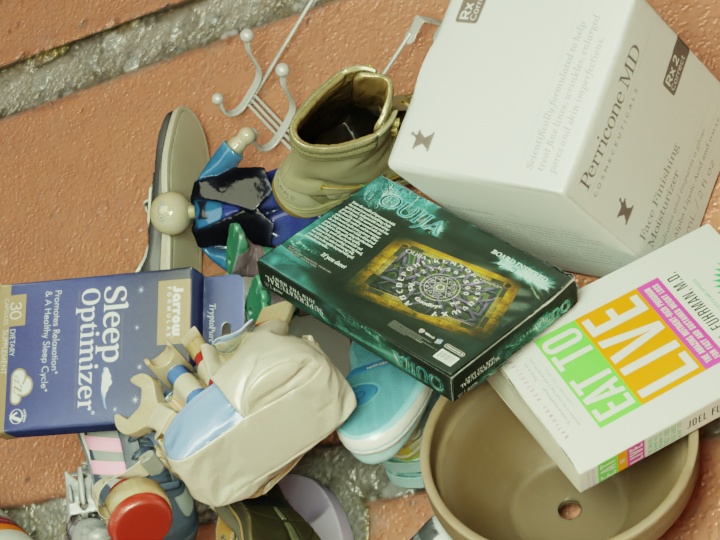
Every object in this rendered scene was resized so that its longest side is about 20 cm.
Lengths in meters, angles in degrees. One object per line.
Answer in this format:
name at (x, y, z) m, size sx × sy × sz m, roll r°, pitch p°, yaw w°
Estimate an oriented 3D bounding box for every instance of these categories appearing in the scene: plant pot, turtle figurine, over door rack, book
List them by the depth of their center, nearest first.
book at (0.206, 0.062, 1.269) m, size 0.200 × 0.048 × 0.134 m, roll -27°, pitch 51°, yaw -13°
plant pot at (0.149, 0.151, 1.289) m, size 0.200 × 0.093 × 0.201 m, roll -9°, pitch 46°, yaw 9°
turtle figurine at (0.000, 0.000, 1.407) m, size 0.150 × 0.200 × 0.101 m, roll -134°, pitch 44°, yaw -58°
over door rack at (-0.039, -0.193, 1.624) m, size 0.200 × 0.067 × 0.148 m, roll -49°, pitch 51°, yaw 7°

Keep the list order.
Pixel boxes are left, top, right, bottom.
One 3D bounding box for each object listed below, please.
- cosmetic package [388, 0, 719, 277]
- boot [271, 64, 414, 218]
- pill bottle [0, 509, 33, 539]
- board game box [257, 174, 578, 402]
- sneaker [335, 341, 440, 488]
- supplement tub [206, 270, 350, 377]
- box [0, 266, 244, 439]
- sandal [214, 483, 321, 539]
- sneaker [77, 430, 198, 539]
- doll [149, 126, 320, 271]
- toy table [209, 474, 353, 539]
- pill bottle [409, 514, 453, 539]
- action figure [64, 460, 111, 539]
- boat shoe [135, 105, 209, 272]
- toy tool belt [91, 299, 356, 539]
cosmetic package at (0.159, -0.104, 1.352) m, size 0.165 × 0.200 × 0.165 m, roll 12°, pitch 77°, yaw 39°
boot at (0.023, -0.124, 1.454) m, size 0.200 × 0.155 × 0.073 m, roll -24°, pitch 75°, yaw -14°
pill bottle at (-0.388, 0.246, 1.640) m, size 0.200 × 0.110 × 0.110 m, roll 30°, pitch 88°, yaw 41°
board game box at (0.040, 0.008, 1.294) m, size 0.135 × 0.028 × 0.200 m, roll -35°, pitch 47°, yaw -29°
sneaker at (0.036, 0.128, 1.360) m, size 0.079 × 0.131 × 0.200 m, roll -14°, pitch 18°, yaw 14°
supplement tub at (-0.124, 0.076, 1.506) m, size 0.200 × 0.145 × 0.145 m, roll -14°, pitch 61°, yaw 30°
box at (-0.187, 0.063, 1.364) m, size 0.200 × 0.032 × 0.121 m, roll -5°, pitch 73°, yaw 16°
sandal at (-0.081, 0.200, 1.315) m, size 0.055 × 0.082 × 0.200 m, roll -56°, pitch 48°, yaw 20°
sneaker at (-0.179, 0.127, 1.392) m, size 0.200 × 0.070 × 0.082 m, roll 58°, pitch 142°, yaw 24°
doll at (-0.094, -0.060, 1.575) m, size 0.200 × 0.048 × 0.137 m, roll -6°, pitch 92°, yaw 20°
toy table at (-0.084, 0.248, 1.417) m, size 0.184 × 0.117 × 0.200 m, roll -23°, pitch 56°, yaw 25°
pill bottle at (0.028, 0.288, 1.324) m, size 0.200 × 0.106 × 0.106 m, roll -48°, pitch 50°, yaw 7°
action figure at (-0.222, 0.223, 1.491) m, size 0.200 × 0.069 × 0.130 m, roll 145°, pitch 128°, yaw -74°
boat shoe at (-0.186, -0.060, 1.665) m, size 0.063 × 0.073 × 0.200 m, roll -10°, pitch 68°, yaw 29°
toy tool belt at (-0.111, 0.106, 1.276) m, size 0.200 × 0.125 × 0.123 m, roll -36°, pitch 38°, yaw -3°
